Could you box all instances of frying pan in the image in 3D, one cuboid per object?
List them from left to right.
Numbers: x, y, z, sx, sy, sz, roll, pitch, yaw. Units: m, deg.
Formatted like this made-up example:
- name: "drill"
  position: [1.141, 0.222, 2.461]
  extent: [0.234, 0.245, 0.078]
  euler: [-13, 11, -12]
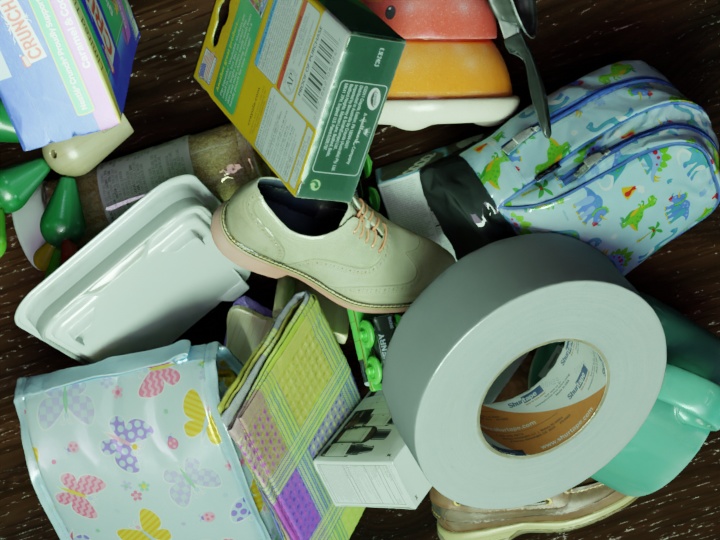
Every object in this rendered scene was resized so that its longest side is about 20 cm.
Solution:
- name: "frying pan"
  position: [0.115, -0.188, 1.203]
  extent: [0.031, 0.115, 0.191]
  euler: [-12, 92, 17]

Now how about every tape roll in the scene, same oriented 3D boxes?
- name: "tape roll"
  position: [0.118, 0.074, 1.179]
  extent: [0.199, 0.066, 0.201]
  euler: [-13, 128, -17]

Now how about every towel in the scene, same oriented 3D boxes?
- name: "towel"
  position: [-0.041, 0.129, 1.265]
  extent: [0.023, 0.144, 0.201]
  euler: [3, 134, 31]

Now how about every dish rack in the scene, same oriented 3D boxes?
- name: "dish rack"
  position: [-0.160, 0.017, 1.254]
  extent: [0.171, 0.200, 0.044]
  euler: [-39, 70, 0]

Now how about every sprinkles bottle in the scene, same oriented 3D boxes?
- name: "sprinkles bottle"
  position: [-0.171, -0.061, 1.289]
  extent: [0.199, 0.068, 0.069]
  euler: [-18, 115, 6]

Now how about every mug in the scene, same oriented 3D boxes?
- name: "mug"
  position: [0.214, 0.084, 1.321]
  extent: [0.114, 0.153, 0.185]
  euler: [29, 137, -15]

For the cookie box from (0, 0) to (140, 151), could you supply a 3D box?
- name: "cookie box"
  position: [-0.222, -0.200, 1.148]
  extent: [0.075, 0.200, 0.172]
  euler: [-17, 115, 5]

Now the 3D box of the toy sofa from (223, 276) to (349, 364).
- name: "toy sofa"
  position: [-0.083, 0.102, 1.363]
  extent: [0.097, 0.083, 0.201]
  euler: [18, 113, -5]

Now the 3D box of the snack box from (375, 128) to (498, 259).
- name: "snack box"
  position: [0.123, -0.056, 1.322]
  extent: [0.199, 0.037, 0.117]
  euler: [-18, 114, 5]

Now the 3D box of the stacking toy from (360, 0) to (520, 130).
- name: "stacking toy"
  position: [0.045, -0.207, 1.219]
  extent: [0.145, 0.146, 0.202]
  euler: [-2, 97, -2]

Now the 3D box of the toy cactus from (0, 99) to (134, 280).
- name: "toy cactus"
  position: [-0.249, -0.077, 1.223]
  extent: [0.165, 0.102, 0.201]
  euler: [-33, 81, -4]

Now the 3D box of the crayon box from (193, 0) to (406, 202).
- name: "crayon box"
  position: [-0.049, -0.153, 1.200]
  extent: [0.051, 0.200, 0.126]
  euler: [4, 119, -33]

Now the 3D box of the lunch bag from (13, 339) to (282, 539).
- name: "lunch bag"
  position: [-0.156, 0.145, 1.274]
  extent: [0.169, 0.127, 0.201]
  euler: [-15, 123, 10]

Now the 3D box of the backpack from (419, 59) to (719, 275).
- name: "backpack"
  position: [0.169, -0.064, 1.224]
  extent: [0.200, 0.154, 0.164]
  euler: [-41, 134, -13]

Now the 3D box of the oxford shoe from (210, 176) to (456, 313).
- name: "oxford shoe"
  position: [-0.007, -0.020, 1.210]
  extent: [0.199, 0.071, 0.074]
  euler: [12, 149, -25]

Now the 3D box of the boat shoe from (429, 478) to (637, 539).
- name: "boat shoe"
  position: [0.155, 0.183, 1.418]
  extent: [0.199, 0.072, 0.068]
  euler: [-16, 117, 8]

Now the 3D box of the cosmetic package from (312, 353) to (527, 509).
- name: "cosmetic package"
  position: [0.051, 0.105, 1.301]
  extent: [0.082, 0.200, 0.051]
  euler: [-3, 122, 38]

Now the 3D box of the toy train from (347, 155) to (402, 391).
- name: "toy train"
  position: [0.000, 0.000, 1.289]
  extent: [0.041, 0.056, 0.201]
  euler: [-9, 84, -26]
